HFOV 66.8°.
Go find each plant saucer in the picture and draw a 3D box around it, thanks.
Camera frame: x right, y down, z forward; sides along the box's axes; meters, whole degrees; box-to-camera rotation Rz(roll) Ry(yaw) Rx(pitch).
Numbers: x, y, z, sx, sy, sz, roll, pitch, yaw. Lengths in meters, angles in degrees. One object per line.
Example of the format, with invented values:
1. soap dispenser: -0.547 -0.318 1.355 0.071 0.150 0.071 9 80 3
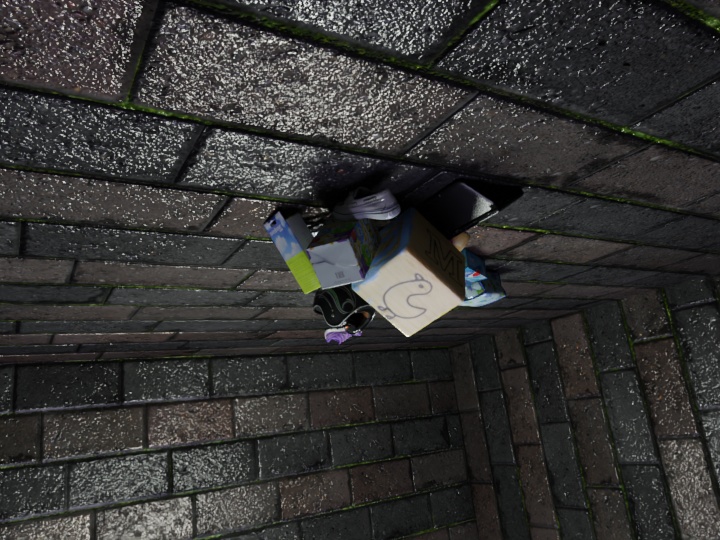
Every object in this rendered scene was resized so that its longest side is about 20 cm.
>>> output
1. plant saucer: 0.229 -0.068 1.637 0.200 0.035 0.200 -6 164 -2

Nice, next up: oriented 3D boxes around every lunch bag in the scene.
1. lunch bag: 0.420 0.079 2.078 0.170 0.128 0.200 9 148 -46

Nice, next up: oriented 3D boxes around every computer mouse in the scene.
1. computer mouse: -0.102 -0.083 1.419 0.110 0.044 0.200 -11 164 11

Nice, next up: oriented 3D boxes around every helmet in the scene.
1. helmet: -0.059 0.108 1.857 0.200 0.191 0.200 -26 146 -19

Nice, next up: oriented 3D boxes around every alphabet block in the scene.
1. alphabet block: 0.122 0.002 1.337 0.200 0.196 0.195 40 124 -18

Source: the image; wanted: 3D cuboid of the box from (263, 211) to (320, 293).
1. box: -0.146 -0.047 1.306 0.048 0.200 0.122 -33 -175 -31

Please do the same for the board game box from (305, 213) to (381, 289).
1. board game box: -0.032 -0.059 1.237 0.105 0.103 0.200 -13 -157 20

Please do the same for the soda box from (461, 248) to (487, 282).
1. soda box: 0.360 -0.014 1.824 0.064 0.068 0.200 -15 162 28

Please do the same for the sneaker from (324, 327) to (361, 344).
1. sneaker: -0.090 0.346 2.894 0.200 0.084 0.081 -5 165 -12

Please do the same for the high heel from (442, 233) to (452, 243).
1. high heel: 0.244 -0.064 1.524 0.096 0.067 0.200 -57 166 10

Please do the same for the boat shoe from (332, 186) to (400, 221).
1. boat shoe: 0.007 -0.152 1.190 0.200 0.067 0.074 3 -148 46

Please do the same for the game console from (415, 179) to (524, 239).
1. game console: 0.261 -0.165 1.334 0.176 0.116 0.200 -33 -179 -33
